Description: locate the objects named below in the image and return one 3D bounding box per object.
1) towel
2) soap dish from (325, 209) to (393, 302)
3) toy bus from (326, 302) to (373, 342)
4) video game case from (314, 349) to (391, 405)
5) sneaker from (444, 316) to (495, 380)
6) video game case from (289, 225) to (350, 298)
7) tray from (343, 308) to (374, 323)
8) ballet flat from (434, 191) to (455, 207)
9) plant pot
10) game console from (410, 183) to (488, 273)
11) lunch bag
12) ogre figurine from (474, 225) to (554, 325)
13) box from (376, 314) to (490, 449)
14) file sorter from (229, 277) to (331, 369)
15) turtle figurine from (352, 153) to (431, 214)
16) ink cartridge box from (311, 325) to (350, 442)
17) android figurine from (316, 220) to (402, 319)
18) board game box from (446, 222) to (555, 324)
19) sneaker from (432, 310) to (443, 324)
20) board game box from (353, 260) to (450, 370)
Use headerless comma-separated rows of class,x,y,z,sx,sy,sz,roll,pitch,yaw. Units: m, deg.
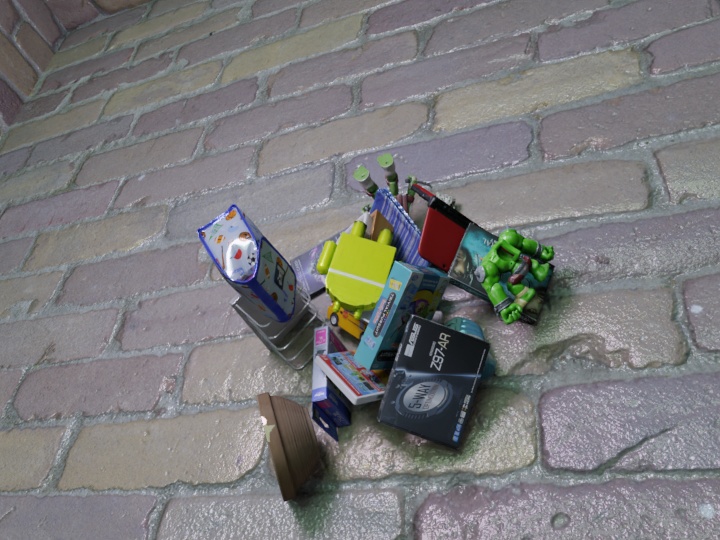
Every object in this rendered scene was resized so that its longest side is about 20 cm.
towel,0.082,-0.069,1.458,0.023,0.146,0.201,-22,64,-30
soap dish,-0.002,-0.024,1.471,0.200,0.080,0.161,143,142,-60
toy bus,0.010,0.106,1.412,0.198,0.064,0.080,28,113,45
video game case,0.026,0.201,1.296,0.142,0.196,0.018,39,120,42
sneaker,0.159,0.154,1.300,0.194,0.081,0.133,-1,45,-5
video game case,-0.073,-0.022,1.625,0.197,0.019,0.144,-30,46,5
tray,0.067,0.061,1.366,0.198,0.023,0.106,-29,37,-35
ballet flat,0.191,-0.101,1.519,0.070,0.072,0.204,-6,52,23
plant pot,-0.132,0.327,1.264,0.090,0.204,0.203,-14,45,-10
game console,0.185,-0.073,1.419,0.120,0.198,0.172,-57,31,8
lunch bag,-0.212,-0.005,1.309,0.123,0.171,0.201,-36,50,-1
ogre figurine,0.295,-0.005,1.273,0.120,0.098,0.201,41,79,-2
box,0.133,0.202,1.207,0.157,0.044,0.205,20,87,-4
file sorter,-0.164,0.104,1.448,0.139,0.201,0.124,-46,51,-14
turtle figurine,0.061,-0.190,1.571,0.141,0.195,0.203,-2,49,28
ink cartridge box,-0.058,0.229,1.340,0.041,0.120,0.204,-14,49,19
android figurine,0.000,0.000,1.332,0.177,0.041,0.204,15,66,5
board game box,0.284,0.006,1.335,0.196,0.028,0.137,26,65,3
sneaker,0.100,0.080,1.423,0.080,0.076,0.199,-32,46,-20
board game box,0.082,0.090,1.266,0.046,0.149,0.204,30,103,34
